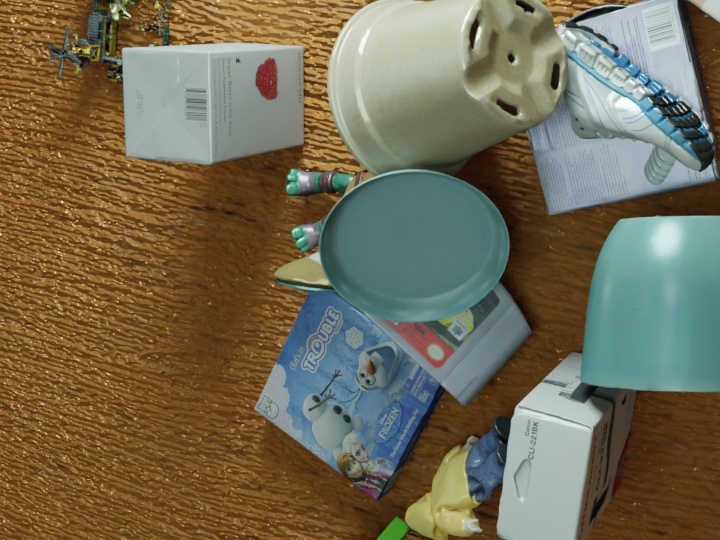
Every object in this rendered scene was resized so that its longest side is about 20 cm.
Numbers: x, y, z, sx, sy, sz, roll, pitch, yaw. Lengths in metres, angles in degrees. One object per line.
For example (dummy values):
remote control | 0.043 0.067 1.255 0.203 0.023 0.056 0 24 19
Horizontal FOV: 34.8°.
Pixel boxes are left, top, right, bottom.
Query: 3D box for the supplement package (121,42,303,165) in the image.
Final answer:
supplement package | -0.162 -0.195 1.309 0.119 0.200 0.122 7 105 26

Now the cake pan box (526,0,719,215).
cake pan box | 0.260 -0.171 1.182 0.183 0.052 0.202 -13 95 27

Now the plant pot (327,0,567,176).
plant pot | 0.098 -0.193 1.140 0.183 0.199 0.202 -8 99 57

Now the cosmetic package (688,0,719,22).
cosmetic package | 0.330 -0.311 1.091 0.200 0.087 0.104 39 117 15

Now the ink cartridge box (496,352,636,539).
ink cartridge box | 0.219 0.187 1.198 0.083 0.200 0.146 13 108 24

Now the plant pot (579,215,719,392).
plant pot | 0.315 0.029 1.124 0.199 0.200 0.163 0 89 27

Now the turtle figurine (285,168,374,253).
turtle figurine | 0.002 -0.089 1.304 0.199 0.100 0.151 -16 61 43

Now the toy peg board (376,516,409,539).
toy peg board | 0.053 0.416 1.401 0.200 0.098 0.200 40 141 13

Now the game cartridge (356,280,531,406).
game cartridge | 0.088 0.037 1.284 0.200 0.041 0.133 42 90 -3

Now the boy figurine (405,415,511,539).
boy figurine | 0.121 0.256 1.324 0.064 0.125 0.200 23 128 -20

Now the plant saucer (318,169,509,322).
plant saucer | 0.056 -0.028 1.204 0.198 0.028 0.201 0 130 0

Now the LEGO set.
LEGO set | -0.308 -0.321 1.403 0.153 0.116 0.202 21 111 22

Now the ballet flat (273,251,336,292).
ballet flat | 0.000 0.000 1.336 0.198 0.069 0.064 10 98 3

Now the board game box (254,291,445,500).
board game box | -0.009 0.142 1.397 0.198 0.043 0.201 34 114 18

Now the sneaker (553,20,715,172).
sneaker | 0.256 -0.153 1.127 0.200 0.075 0.087 45 124 21
